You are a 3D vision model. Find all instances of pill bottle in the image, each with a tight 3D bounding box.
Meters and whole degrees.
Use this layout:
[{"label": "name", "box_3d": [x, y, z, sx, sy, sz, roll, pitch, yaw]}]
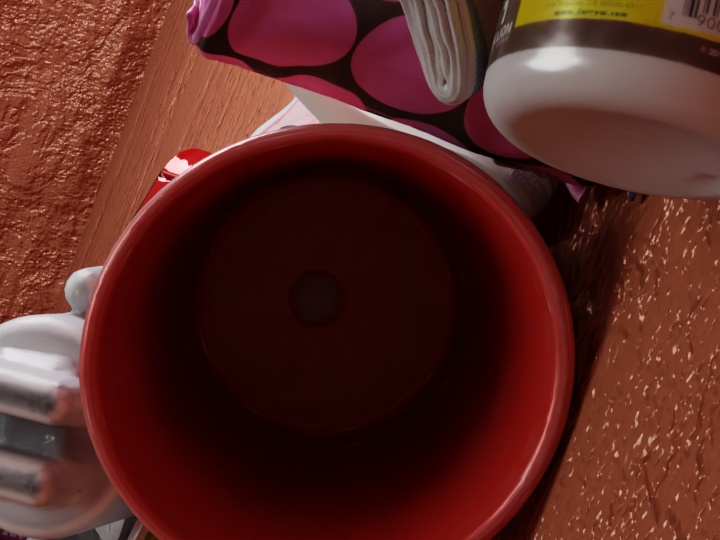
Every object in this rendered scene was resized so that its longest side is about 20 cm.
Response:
[{"label": "pill bottle", "box_3d": [0.115, -0.133, 0.579, 0.109, 0.109, 0.201, 156, 131, -72]}]

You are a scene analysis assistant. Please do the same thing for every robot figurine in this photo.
[{"label": "robot figurine", "box_3d": [-0.145, 0.078, 0.902, 0.200, 0.113, 0.170, 5, -79, -74]}]

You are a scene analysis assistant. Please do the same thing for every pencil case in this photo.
[{"label": "pencil case", "box_3d": [0.027, -0.096, 0.683, 0.091, 0.199, 0.094, -88, 23, -49]}]

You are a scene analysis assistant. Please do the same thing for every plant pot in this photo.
[{"label": "plant pot", "box_3d": [-0.016, 0.027, 0.760, 0.177, 0.200, 0.201, -103, 33, -82]}]

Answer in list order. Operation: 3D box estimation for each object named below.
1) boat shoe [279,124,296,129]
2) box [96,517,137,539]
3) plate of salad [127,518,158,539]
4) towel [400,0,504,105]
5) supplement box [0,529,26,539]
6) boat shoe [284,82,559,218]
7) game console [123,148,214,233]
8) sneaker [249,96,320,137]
[{"label": "boat shoe", "box_3d": [-0.036, -0.042, 1.005, 0.075, 0.073, 0.200, -47, -3, 3]}, {"label": "box", "box_3d": [-0.096, 0.073, 1.085, 0.158, 0.048, 0.201, -8, -58, -56]}, {"label": "plate of salad", "box_3d": [-0.081, 0.153, 0.922, 0.200, 0.048, 0.200, -56, -18, -28]}, {"label": "towel", "box_3d": [0.068, -0.165, 0.621, 0.024, 0.147, 0.200, 5, 33, 41]}, {"label": "supplement box", "box_3d": [-0.187, 0.164, 1.207, 0.103, 0.199, 0.131, 133, 153, -60]}, {"label": "boat shoe", "box_3d": [0.030, -0.088, 0.815, 0.069, 0.072, 0.200, -48, 38, -12]}, {"label": "game console", "box_3d": [-0.110, 0.028, 1.097, 0.177, 0.031, 0.200, -62, -27, -11]}, {"label": "sneaker", "box_3d": [-0.048, -0.055, 1.192, 0.200, 0.075, 0.105, -48, 22, 51]}]
